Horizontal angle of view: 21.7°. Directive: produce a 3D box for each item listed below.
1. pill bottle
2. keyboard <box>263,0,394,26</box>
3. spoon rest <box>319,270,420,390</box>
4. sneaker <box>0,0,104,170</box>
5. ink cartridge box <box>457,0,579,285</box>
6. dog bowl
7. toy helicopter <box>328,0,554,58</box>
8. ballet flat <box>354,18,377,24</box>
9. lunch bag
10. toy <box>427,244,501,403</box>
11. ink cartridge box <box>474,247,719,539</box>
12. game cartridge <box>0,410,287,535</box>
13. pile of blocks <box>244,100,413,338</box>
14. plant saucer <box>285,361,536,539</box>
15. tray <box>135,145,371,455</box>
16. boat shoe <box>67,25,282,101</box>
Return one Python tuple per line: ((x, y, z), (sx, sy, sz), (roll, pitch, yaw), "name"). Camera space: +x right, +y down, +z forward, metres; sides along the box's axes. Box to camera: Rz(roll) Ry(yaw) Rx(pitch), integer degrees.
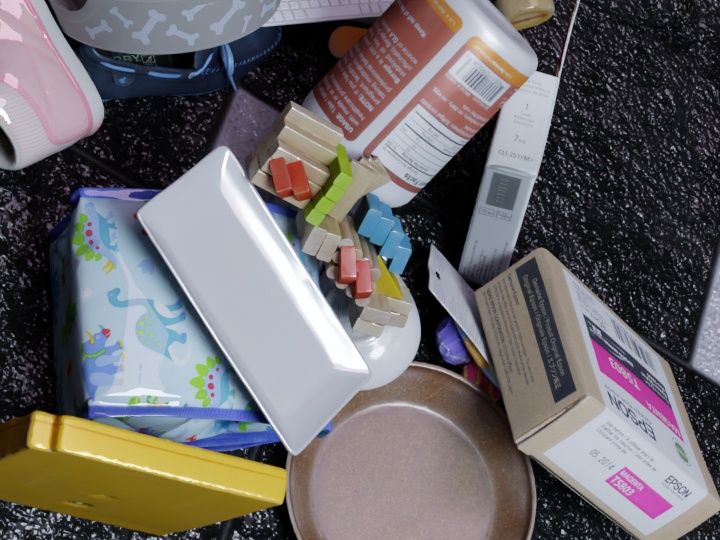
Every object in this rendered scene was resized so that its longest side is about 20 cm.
((0.027, -0.122, 1.401), (0.112, 0.200, 0.112), (42, 14, -13), "pill bottle")
((0.003, -0.223, 1.500), (0.198, 0.011, 0.057), (-8, 53, -23), "keyboard")
((0.000, 0.000, 1.471), (0.098, 0.061, 0.202), (1, 68, 4), "spoon rest")
((-0.277, -0.162, 1.353), (0.105, 0.075, 0.201), (-41, 101, -39), "sneaker")
((0.126, -0.105, 1.508), (0.043, 0.200, 0.175), (14, 64, 3), "ink cartridge box")
((-0.146, -0.225, 1.399), (0.199, 0.199, 0.059), (-27, 131, -34), "dog bowl")
((0.066, -0.182, 1.492), (0.132, 0.199, 0.080), (4, 70, -46), "toy helicopter")
((0.032, -0.237, 1.574), (0.198, 0.076, 0.065), (-3, 85, -22), "ballet flat")
((-0.119, 0.038, 1.355), (0.198, 0.127, 0.172), (0, 74, -21), "lunch bag")
((0.104, 0.082, 1.508), (0.200, 0.047, 0.115), (48, 13, -11), "toy")
((0.186, 0.103, 1.477), (0.200, 0.075, 0.166), (39, 25, -38), "ink cartridge box")
((-0.168, 0.136, 1.248), (0.175, 0.200, 0.033), (17, 68, -26), "game cartridge")
((-0.006, -0.028, 1.347), (0.201, 0.082, 0.062), (54, 12, -32), "pile of blocks")
((0.036, 0.170, 1.438), (0.198, 0.037, 0.202), (5, 68, -13), "plant saucer")
((-0.076, 0.021, 1.307), (0.107, 0.022, 0.201), (-42, 105, -43), "tray")
((-0.136, -0.169, 1.445), (0.199, 0.069, 0.085), (-25, 88, -35), "boat shoe")
